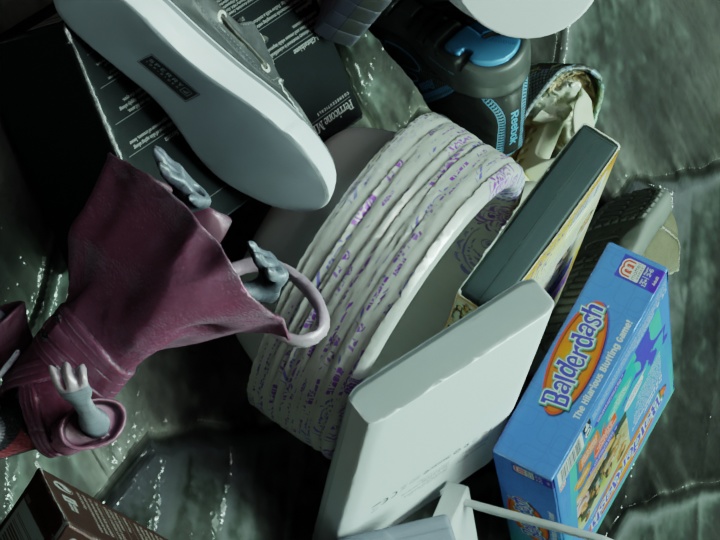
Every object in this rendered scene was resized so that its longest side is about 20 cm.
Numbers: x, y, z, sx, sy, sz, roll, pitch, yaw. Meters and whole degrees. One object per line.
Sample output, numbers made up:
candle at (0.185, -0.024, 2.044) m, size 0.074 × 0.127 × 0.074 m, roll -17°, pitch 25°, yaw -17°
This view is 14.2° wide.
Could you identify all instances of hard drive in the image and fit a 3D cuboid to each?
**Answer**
hard drive at (0.038, 0.089, 1.659) m, size 0.132 × 0.200 × 0.027 m, roll -32°, pitch 71°, yaw -22°

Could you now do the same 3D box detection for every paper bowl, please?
paper bowl at (0.000, 0.000, 1.660) m, size 0.104 × 0.201 × 0.201 m, roll 32°, pitch 47°, yaw 10°

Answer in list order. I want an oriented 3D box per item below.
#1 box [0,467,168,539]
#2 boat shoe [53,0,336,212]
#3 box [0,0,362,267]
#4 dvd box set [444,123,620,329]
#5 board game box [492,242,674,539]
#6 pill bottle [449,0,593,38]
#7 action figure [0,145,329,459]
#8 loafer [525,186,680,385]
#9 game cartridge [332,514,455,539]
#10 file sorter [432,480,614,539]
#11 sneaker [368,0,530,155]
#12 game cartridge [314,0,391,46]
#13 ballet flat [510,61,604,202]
box at (-0.109, 0.199, 1.505) m, size 0.199 × 0.075 × 0.100 m, roll 32°, pitch 98°, yaw -27°
boat shoe at (-0.080, -0.112, 1.539) m, size 0.200 × 0.070 × 0.067 m, roll 40°, pitch 53°, yaw -25°
box at (-0.102, -0.104, 1.617) m, size 0.200 × 0.079 × 0.142 m, roll -38°, pitch 110°, yaw -46°
dvd box set at (0.090, 0.017, 1.747) m, size 0.029 × 0.200 × 0.147 m, roll 32°, pitch 63°, yaw 9°
board game box at (0.141, 0.092, 1.802) m, size 0.153 × 0.045 × 0.200 m, roll -59°, pitch 162°, yaw -18°
pill bottle at (0.089, -0.202, 1.648) m, size 0.200 × 0.112 × 0.113 m, roll -92°, pitch 158°, yaw -67°
action figure at (-0.141, 0.036, 1.510) m, size 0.200 × 0.134 × 0.149 m, roll -47°, pitch 145°, yaw 8°
loafer at (0.164, 0.021, 1.917) m, size 0.200 × 0.075 × 0.070 m, roll -47°, pitch 117°, yaw -41°
game cartridge at (0.010, 0.236, 1.626) m, size 0.041 × 0.132 × 0.201 m, roll 77°, pitch -3°, yaw -53°
file sorter at (0.080, 0.256, 1.710) m, size 0.139 × 0.124 × 0.201 m, roll 79°, pitch 29°, yaw -51°
sneaker at (0.039, -0.137, 1.738) m, size 0.073 × 0.200 × 0.082 m, roll -20°, pitch 128°, yaw -14°
game cartridge at (0.026, -0.235, 1.633) m, size 0.038 × 0.130 × 0.201 m, roll 23°, pitch 70°, yaw -14°
ballet flat at (0.107, -0.059, 1.869) m, size 0.074 × 0.074 × 0.201 m, roll 46°, pitch 53°, yaw -36°
